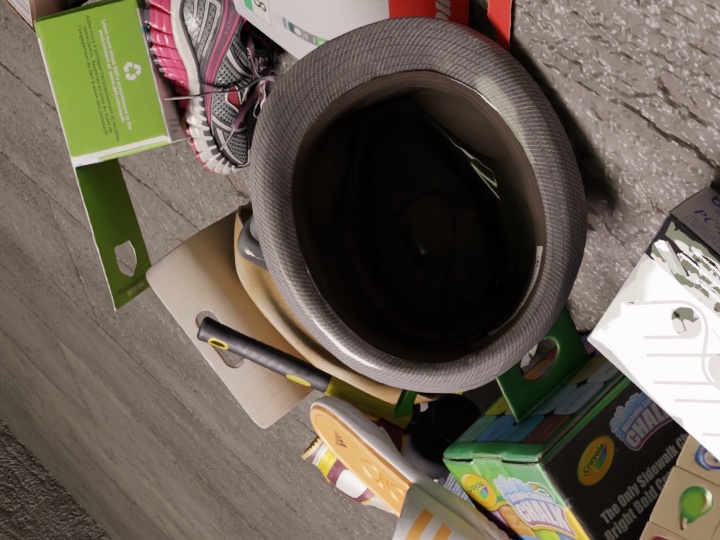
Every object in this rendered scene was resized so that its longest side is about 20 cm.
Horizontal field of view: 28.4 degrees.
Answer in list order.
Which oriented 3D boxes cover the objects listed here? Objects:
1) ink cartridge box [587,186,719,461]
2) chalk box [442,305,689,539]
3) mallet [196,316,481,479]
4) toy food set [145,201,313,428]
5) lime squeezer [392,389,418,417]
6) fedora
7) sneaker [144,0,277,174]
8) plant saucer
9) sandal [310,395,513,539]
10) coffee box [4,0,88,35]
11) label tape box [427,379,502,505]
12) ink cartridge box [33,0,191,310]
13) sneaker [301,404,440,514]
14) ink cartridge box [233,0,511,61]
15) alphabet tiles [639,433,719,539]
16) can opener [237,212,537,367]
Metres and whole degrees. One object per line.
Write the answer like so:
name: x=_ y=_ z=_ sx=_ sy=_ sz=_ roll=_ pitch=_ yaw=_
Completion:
ink cartridge box: x=0.211 y=0.061 z=0.681 sx=0.200 sy=0.044 sz=0.094 roll=44 pitch=134 yaw=19
chalk box: x=0.142 y=0.114 z=0.835 sx=0.201 sy=0.124 sz=0.124 roll=56 pitch=158 yaw=-8
mallet: x=-0.017 y=0.084 z=0.950 sx=0.198 sy=0.041 sz=0.066 roll=21 pitch=146 yaw=3
toy food set: x=-0.080 y=0.030 z=1.109 sx=0.144 sy=0.060 sz=0.200 roll=52 pitch=-160 yaw=-2
lime squeezer: x=0.046 y=-0.011 z=0.916 sx=0.038 sy=0.070 sz=0.202 roll=-147 pitch=52 yaw=-80
fedora: x=0.033 y=-0.035 z=0.795 sx=0.201 sy=0.176 sz=0.090 roll=62 pitch=-175 yaw=0
sneaker: x=-0.090 y=-0.133 z=0.984 sx=0.200 sy=0.074 sz=0.081 roll=71 pitch=-166 yaw=-63
plant saucer: x=-0.026 y=0.034 z=1.032 sx=0.200 sy=0.035 sz=0.200 roll=42 pitch=-172 yaw=-7
sandal: x=0.028 y=0.162 z=0.884 sx=0.206 sy=0.059 sz=0.080 roll=37 pitch=155 yaw=28
coffee box: x=-0.200 y=-0.264 z=0.935 sx=0.080 sy=0.114 sz=0.200 roll=46 pitch=159 yaw=12
label tape box: x=0.093 y=0.147 z=1.031 sx=0.145 sy=0.063 sz=0.202 roll=105 pitch=164 yaw=-64
ink cartridge box: x=-0.155 y=-0.087 z=1.018 sx=0.148 sy=0.075 sz=0.202 roll=-73 pitch=-32 yaw=-82
sneaker: x=0.022 y=0.139 z=1.068 sx=0.090 sy=0.075 sz=0.200 roll=41 pitch=-167 yaw=10
ink cartridge box: x=-0.003 y=-0.164 z=0.791 sx=0.200 sy=0.050 sz=0.162 roll=42 pitch=157 yaw=28
alphabet tiles: x=0.235 y=0.187 z=0.738 sx=0.198 sy=0.169 sz=0.008 roll=24 pitch=-166 yaw=9
can opener: x=0.025 y=0.001 z=0.879 sx=0.199 sy=0.067 sz=0.053 roll=28 pitch=148 yaw=-9
